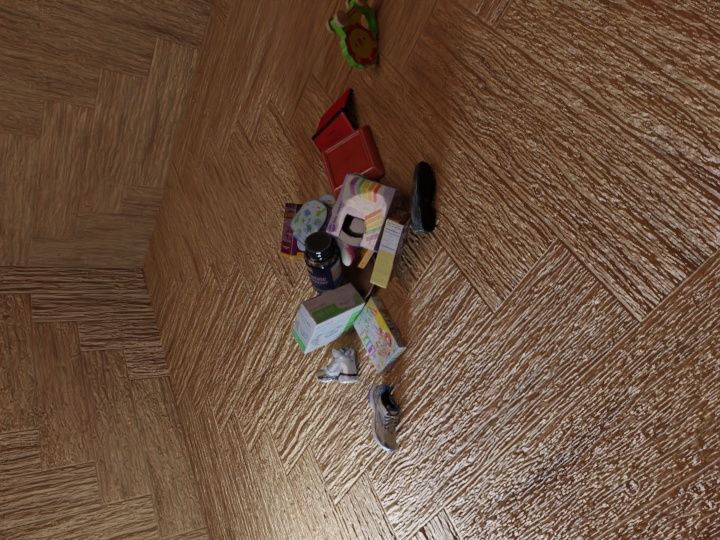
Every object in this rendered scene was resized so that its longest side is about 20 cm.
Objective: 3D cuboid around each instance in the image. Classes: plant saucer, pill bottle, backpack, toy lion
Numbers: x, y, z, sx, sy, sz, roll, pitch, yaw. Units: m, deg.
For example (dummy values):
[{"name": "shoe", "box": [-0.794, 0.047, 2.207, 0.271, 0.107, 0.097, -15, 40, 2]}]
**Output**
[{"name": "plant saucer", "box": [-0.036, -0.360, 1.681, 0.198, 0.037, 0.202, -27, 67, 22]}, {"name": "pill bottle", "box": [-0.119, -0.026, 1.621, 0.112, 0.111, 0.201, 57, 166, 36]}, {"name": "backpack", "box": [-0.125, -0.159, 1.739, 0.201, 0.147, 0.183, -51, 51, 0]}, {"name": "plant saucer", "box": [0.000, 0.000, 1.691, 0.199, 0.036, 0.204, -1, 89, 53]}, {"name": "toy lion", "box": [-0.005, -0.755, 1.630, 0.068, 0.192, 0.201, -7, 44, 52]}]

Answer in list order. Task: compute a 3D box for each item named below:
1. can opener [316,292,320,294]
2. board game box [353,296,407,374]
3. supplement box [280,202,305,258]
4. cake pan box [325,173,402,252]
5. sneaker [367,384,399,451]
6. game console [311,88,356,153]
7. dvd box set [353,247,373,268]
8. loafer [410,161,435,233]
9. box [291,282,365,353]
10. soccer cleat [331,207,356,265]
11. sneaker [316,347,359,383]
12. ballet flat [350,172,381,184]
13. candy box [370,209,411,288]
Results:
[{"name": "can opener", "box": [-0.117, -0.001, 1.835, 0.052, 0.066, 0.203, 21, 112, 30]}, {"name": "board game box", "box": [0.058, 0.203, 1.610, 0.135, 0.034, 0.201, -58, 47, 34]}, {"name": "supplement box", "box": [-0.229, -0.149, 1.936, 0.085, 0.109, 0.203, 16, 102, 51]}, {"name": "cake pan box", "box": [0.006, -0.170, 1.528, 0.183, 0.052, 0.202, 24, 94, 30]}, {"name": "sneaker", "box": [0.078, 0.443, 1.546, 0.085, 0.076, 0.203, -32, 65, 43]}, {"name": "game console", "box": [-0.074, -0.512, 1.819, 0.199, 0.118, 0.173, -28, 98, 49]}, {"name": "dvd box set", "box": [0.020, -0.128, 1.631, 0.201, 0.029, 0.147, -57, 42, 17]}, {"name": "loafer", "box": [0.167, -0.206, 1.451, 0.072, 0.072, 0.203, -2, 86, 57]}, {"name": "box", "box": [-0.108, 0.152, 1.659, 0.097, 0.198, 0.177, 52, 141, 22]}, {"name": "soccer cleat", "box": [-0.061, -0.111, 1.618, 0.070, 0.085, 0.203, 133, 141, -57]}, {"name": "sneaker", "box": [-0.082, 0.325, 1.761, 0.199, 0.074, 0.117, -10, 81, 47]}, {"name": "ballet flat", "box": [0.044, -0.253, 1.599, 0.199, 0.071, 0.070, 30, 122, 33]}, {"name": "candy box", "box": [0.090, -0.064, 1.491, 0.056, 0.117, 0.202, 21, 115, 11]}]
